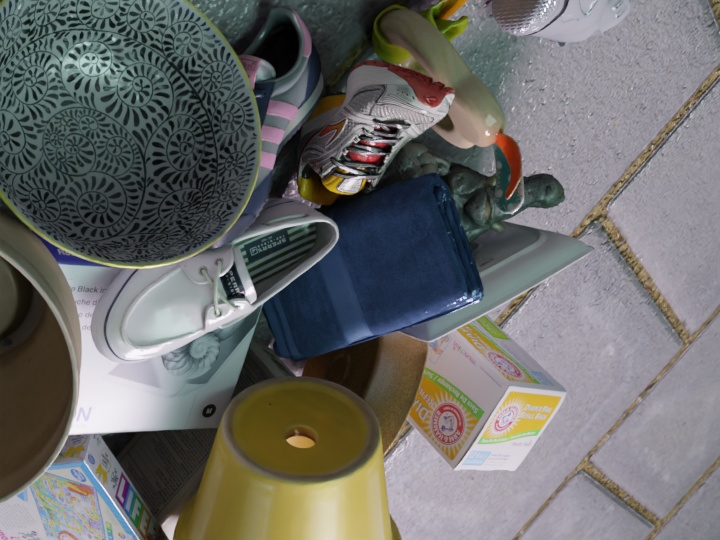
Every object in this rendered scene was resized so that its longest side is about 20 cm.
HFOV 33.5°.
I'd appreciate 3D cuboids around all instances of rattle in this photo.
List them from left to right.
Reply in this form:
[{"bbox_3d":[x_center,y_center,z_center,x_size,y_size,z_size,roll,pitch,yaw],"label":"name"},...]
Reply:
[{"bbox_3d":[0.111,-0.157,0.969,0.142,0.200,0.131,-29,140,-22],"label":"rattle"}]

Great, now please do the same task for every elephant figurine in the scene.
[{"bbox_3d":[0.063,-0.054,1.070,0.142,0.155,0.199,-52,168,30],"label":"elephant figurine"}]

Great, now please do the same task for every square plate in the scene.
[{"bbox_3d":[0.081,-0.006,1.114,0.198,0.197,0.029,-27,113,-26],"label":"square plate"}]

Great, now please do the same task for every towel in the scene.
[{"bbox_3d":[0.000,0.000,0.974,0.198,0.113,0.048,-19,180,33],"label":"towel"}]

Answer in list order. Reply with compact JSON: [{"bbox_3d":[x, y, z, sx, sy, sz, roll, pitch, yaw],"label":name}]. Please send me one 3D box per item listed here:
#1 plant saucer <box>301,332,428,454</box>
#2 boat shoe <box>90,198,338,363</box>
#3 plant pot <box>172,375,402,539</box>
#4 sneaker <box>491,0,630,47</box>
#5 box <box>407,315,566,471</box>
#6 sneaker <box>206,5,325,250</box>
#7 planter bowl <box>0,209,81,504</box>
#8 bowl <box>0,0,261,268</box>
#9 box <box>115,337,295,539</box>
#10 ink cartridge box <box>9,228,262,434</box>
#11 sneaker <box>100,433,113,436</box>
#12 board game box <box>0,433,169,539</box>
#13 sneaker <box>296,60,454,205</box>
[{"bbox_3d":[-0.010,0.102,1.127,0.035,0.201,0.202,26,106,-26],"label":"plant saucer"},{"bbox_3d":[-0.102,0.001,0.866,0.199,0.066,0.074,-37,116,-29],"label":"boat shoe"},{"bbox_3d":[-0.056,0.201,0.984,0.199,0.200,0.191,-19,131,-33],"label":"plant pot"},{"bbox_3d":[0.207,-0.286,1.059,0.114,0.075,0.201,11,121,-51],"label":"sneaker"},{"bbox_3d":[0.089,0.096,1.194,0.112,0.200,0.102,11,117,-50],"label":"box"},{"bbox_3d":[-0.089,-0.109,0.875,0.083,0.069,0.202,77,30,-51],"label":"sneaker"},{"bbox_3d":[-0.267,0.033,0.757,0.197,0.135,0.203,-1,114,-2],"label":"planter bowl"},{"bbox_3d":[-0.173,-0.087,0.797,0.199,0.203,0.094,-17,174,-35],"label":"bowl"},{"bbox_3d":[-0.142,0.162,1.110,0.200,0.095,0.078,-47,145,4],"label":"box"},{"bbox_3d":[-0.165,0.030,0.903,0.197,0.041,0.203,2,115,-38],"label":"ink cartridge box"},{"bbox_3d":[-0.175,0.070,1.006,0.198,0.074,0.080,-27,136,-26],"label":"sneaker"},{"bbox_3d":[-0.246,0.211,1.005,0.132,0.035,0.202,-7,133,14],"label":"board game box"},{"bbox_3d":[0.009,-0.100,0.926,0.077,0.200,0.083,17,72,-21],"label":"sneaker"}]
